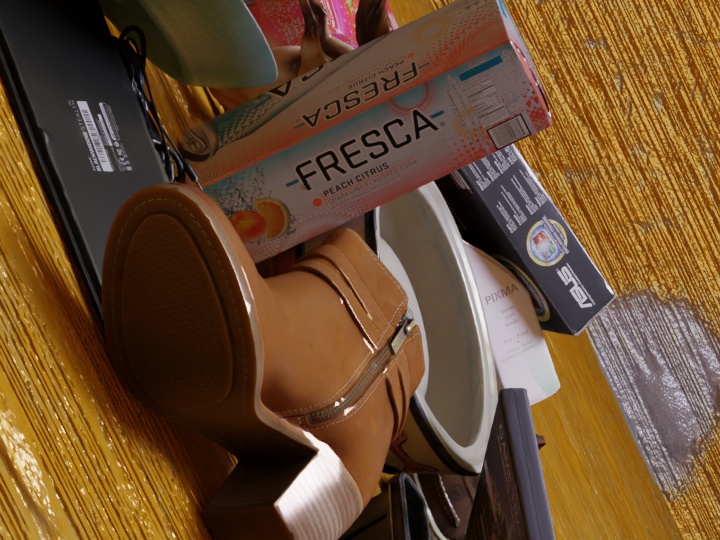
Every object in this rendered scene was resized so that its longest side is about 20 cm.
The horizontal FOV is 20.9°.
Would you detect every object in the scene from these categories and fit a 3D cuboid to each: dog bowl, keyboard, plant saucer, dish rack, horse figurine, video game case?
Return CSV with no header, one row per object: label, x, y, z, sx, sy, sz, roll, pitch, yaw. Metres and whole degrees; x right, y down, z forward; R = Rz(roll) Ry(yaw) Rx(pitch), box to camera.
dog bowl,0.015,0.032,1.166,0.200,0.073,0.201,-15,90,-72
keyboard,-0.123,-0.053,0.891,0.104,0.040,0.201,-3,68,-55
plant saucer,-0.120,-0.157,0.951,0.200,0.036,0.200,46,-8,9
dish rack,0.046,0.224,1.012,0.201,0.054,0.154,61,11,-24
horse figurine,-0.046,-0.128,1.150,0.050,0.199,0.133,-51,123,-33
video game case,0.084,0.182,1.109,0.201,0.019,0.143,99,-13,-51

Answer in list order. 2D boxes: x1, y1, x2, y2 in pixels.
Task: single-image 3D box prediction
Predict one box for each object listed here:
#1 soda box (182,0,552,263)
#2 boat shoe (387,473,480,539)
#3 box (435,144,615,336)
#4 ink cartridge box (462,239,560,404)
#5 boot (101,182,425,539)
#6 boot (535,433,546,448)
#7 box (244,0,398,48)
soda box,0.002,-0.079,1.082,0.064,0.199,0.069,59,12,-33
boat shoe,0.079,0.154,1.293,0.075,0.075,0.202,66,10,8
box,0.072,-0.050,1.353,0.200,0.044,0.160,54,-16,-18
ink cartridge box,0.055,-0.008,1.370,0.161,0.050,0.201,12,-58,65
boot,-0.030,0.020,0.863,0.155,0.076,0.201,-53,127,-47
boot,0.088,0.115,1.495,0.097,0.075,0.200,54,1,7
box,-0.054,-0.200,1.320,0.099,0.095,0.201,20,43,-47
